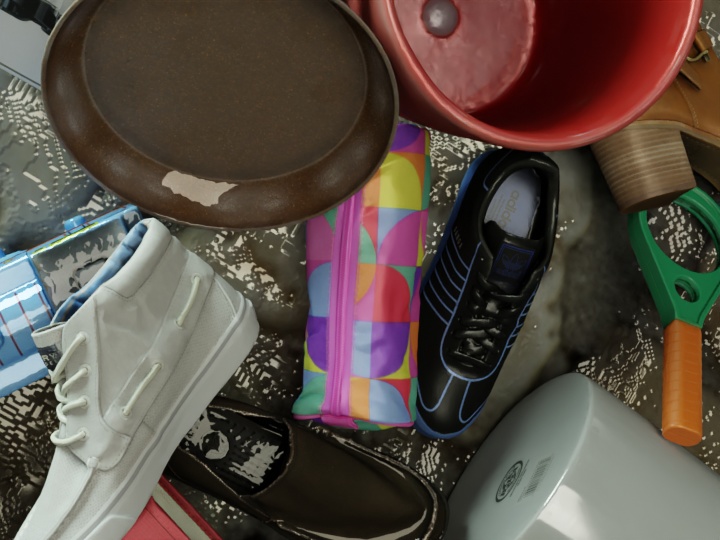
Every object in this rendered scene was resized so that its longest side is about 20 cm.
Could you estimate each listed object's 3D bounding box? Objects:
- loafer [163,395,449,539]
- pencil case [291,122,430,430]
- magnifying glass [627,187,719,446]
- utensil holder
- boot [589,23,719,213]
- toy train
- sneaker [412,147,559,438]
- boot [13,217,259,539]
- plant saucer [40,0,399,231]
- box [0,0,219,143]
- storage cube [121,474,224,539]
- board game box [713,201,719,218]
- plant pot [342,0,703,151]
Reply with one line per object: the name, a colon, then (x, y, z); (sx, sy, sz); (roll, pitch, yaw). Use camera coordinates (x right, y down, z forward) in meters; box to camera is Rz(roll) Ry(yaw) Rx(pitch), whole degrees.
loafer: (-0.040, 0.128, 0.809); (0.198, 0.071, 0.074); (18, 78, -1)
pencil case: (0.000, 0.000, 0.840); (0.088, 0.088, 0.202); (1, 92, -13)
magnifying glass: (0.209, 0.022, 0.867); (0.079, 0.022, 0.201); (22, 50, -15)
utensil holder: (0.168, 0.186, 0.848); (0.199, 0.170, 0.171); (37, 84, -9)
boot: (0.232, -0.130, 0.899); (0.199, 0.074, 0.156); (-10, 79, -29)
toy train: (-0.199, 0.028, 0.777); (0.199, 0.114, 0.087); (-25, 97, -11)
sneaker: (0.078, 0.014, 0.862); (0.070, 0.078, 0.202); (15, 88, -13)
boot: (-0.142, 0.068, 0.695); (0.096, 0.073, 0.201); (46, 62, -24)
plant saucer: (-0.077, -0.102, 0.749); (0.199, 0.201, 0.035); (13, 48, -13)
box: (-0.129, -0.178, 0.750); (0.116, 0.200, 0.060); (29, 43, -13)
storage cube: (-0.134, 0.238, 0.773); (0.180, 0.171, 0.200); (-42, 100, -8)
board game box: (0.361, 0.003, 0.945); (0.198, 0.047, 0.152); (-14, 95, -13)
plant pot: (0.076, -0.165, 0.799); (0.199, 0.177, 0.202); (0, 91, -17)
